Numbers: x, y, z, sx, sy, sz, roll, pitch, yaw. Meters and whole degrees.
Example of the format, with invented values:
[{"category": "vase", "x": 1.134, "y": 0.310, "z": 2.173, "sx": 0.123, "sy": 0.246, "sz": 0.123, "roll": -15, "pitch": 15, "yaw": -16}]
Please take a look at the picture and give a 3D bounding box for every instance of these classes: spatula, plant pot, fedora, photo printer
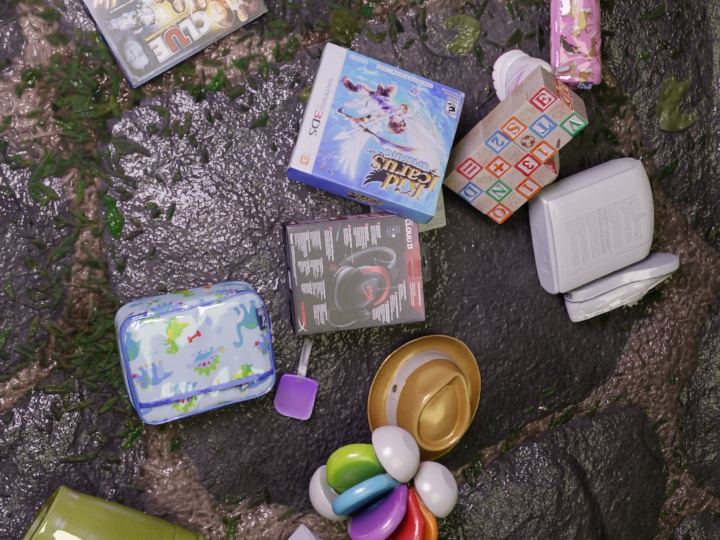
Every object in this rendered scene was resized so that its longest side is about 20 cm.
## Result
[{"category": "spatula", "x": -0.075, "y": 0.109, "z": 1.349, "sx": 0.056, "sy": 0.021, "sz": 0.202, "roll": 13, "pitch": 92, "yaw": -8}, {"category": "plant pot", "x": -0.334, "y": 0.375, "z": 1.222, "sx": 0.192, "sy": 0.200, "sz": 0.201, "roll": 36, "pitch": 87, "yaw": -13}, {"category": "fedora", "x": 0.108, "y": 0.197, "z": 1.411, "sx": 0.199, "sy": 0.082, "sz": 0.202, "roll": -5, "pitch": 103, "yaw": -22}, {"category": "photo printer", "x": 0.356, "y": -0.073, "z": 1.460, "sx": 0.199, "sy": 0.069, "sz": 0.168, "roll": -22, "pitch": 115, "yaw": -17}]

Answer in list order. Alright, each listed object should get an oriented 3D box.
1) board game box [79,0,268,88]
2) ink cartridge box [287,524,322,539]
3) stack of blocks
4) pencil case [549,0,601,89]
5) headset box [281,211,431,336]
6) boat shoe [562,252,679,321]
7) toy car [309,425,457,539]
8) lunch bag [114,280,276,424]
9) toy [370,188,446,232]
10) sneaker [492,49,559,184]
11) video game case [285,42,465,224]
[{"category": "board game box", "x": -0.230, "y": -0.333, "z": 1.184, "sx": 0.199, "sy": 0.035, "sz": 0.136, "roll": -34, "pitch": 112, "yaw": -13}, {"category": "ink cartridge box", "x": -0.056, "y": 0.493, "z": 1.406, "sx": 0.148, "sy": 0.086, "sz": 0.200, "roll": -48, "pitch": 116, "yaw": -7}, {"category": "stack of blocks", "x": 0.219, "y": -0.170, "z": 1.333, "sx": 0.115, "sy": 0.059, "sz": 0.200, "roll": 32, "pitch": 125, "yaw": -22}, {"category": "pencil case", "x": 0.303, "y": -0.361, "z": 1.376, "sx": 0.082, "sy": 0.087, "sz": 0.202, "roll": -1, "pitch": 103, "yaw": 9}, {"category": "headset box", "x": 0.000, "y": 0.000, "z": 1.303, "sx": 0.198, "sy": 0.075, "sz": 0.150, "roll": -7, "pitch": 99, "yaw": -9}, {"category": "boat shoe", "x": 0.411, "y": 0.028, "z": 1.510, "sx": 0.199, "sy": 0.072, "sz": 0.066, "roll": -20, "pitch": 113, "yaw": -17}, {"category": "toy car", "x": 0.032, "y": 0.332, "z": 1.350, "sx": 0.175, "sy": 0.150, "sz": 0.200, "roll": -35, "pitch": 116, "yaw": 20}, {"category": "lunch bag", "x": -0.212, "y": 0.108, "z": 1.263, "sx": 0.198, "sy": 0.082, "sz": 0.162, "roll": -11, "pitch": 108, "yaw": -19}, {"category": "toy", "x": 0.066, "y": -0.144, "z": 1.341, "sx": 0.114, "sy": 0.047, "sz": 0.202, "roll": -13, "pitch": 106, "yaw": -18}, {"category": "sneaker", "x": 0.249, "y": -0.213, "z": 1.379, "sx": 0.081, "sy": 0.088, "sz": 0.201, "roll": -24, "pitch": 111, "yaw": -16}, {"category": "video game case", "x": 0.022, "y": -0.178, "z": 1.259, "sx": 0.198, "sy": 0.045, "sz": 0.183, "roll": 18, "pitch": 75, "yaw": -9}]
